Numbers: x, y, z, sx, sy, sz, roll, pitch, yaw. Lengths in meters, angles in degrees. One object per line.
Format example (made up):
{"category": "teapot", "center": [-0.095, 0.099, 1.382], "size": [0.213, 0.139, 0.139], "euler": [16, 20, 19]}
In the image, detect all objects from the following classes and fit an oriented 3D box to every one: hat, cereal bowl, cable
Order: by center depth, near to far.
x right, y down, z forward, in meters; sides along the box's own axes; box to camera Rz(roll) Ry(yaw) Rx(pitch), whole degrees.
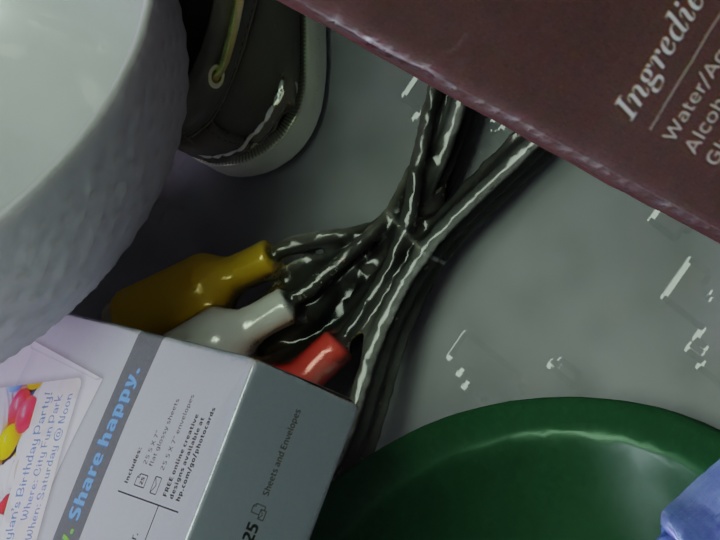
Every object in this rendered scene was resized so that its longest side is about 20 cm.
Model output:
{"category": "hat", "center": [0.051, 0.164, 0.769], "size": [0.165, 0.176, 0.200], "euler": [27, 57, 32]}
{"category": "cereal bowl", "center": [-0.139, -0.032, 0.788], "size": [0.199, 0.083, 0.201], "euler": [-11, 47, 11]}
{"category": "cable", "center": [0.000, 0.000, 0.806], "size": [0.200, 0.050, 0.097], "euler": [-43, 60, 17]}

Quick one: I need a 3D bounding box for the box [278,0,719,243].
{"category": "box", "center": [0.072, -0.116, 0.669], "size": [0.165, 0.199, 0.166], "euler": [-59, 23, 9]}

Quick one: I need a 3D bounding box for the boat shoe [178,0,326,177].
{"category": "boat shoe", "center": [-0.053, -0.133, 0.855], "size": [0.072, 0.060, 0.203], "euler": [-13, 75, 28]}

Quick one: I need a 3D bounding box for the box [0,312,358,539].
{"category": "box", "center": [-0.096, 0.090, 0.774], "size": [0.200, 0.041, 0.156], "euler": [11, 77, 56]}

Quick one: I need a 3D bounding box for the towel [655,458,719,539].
{"category": "towel", "center": [0.174, 0.037, 0.589], "size": [0.200, 0.024, 0.145], "euler": [-44, 53, 3]}
